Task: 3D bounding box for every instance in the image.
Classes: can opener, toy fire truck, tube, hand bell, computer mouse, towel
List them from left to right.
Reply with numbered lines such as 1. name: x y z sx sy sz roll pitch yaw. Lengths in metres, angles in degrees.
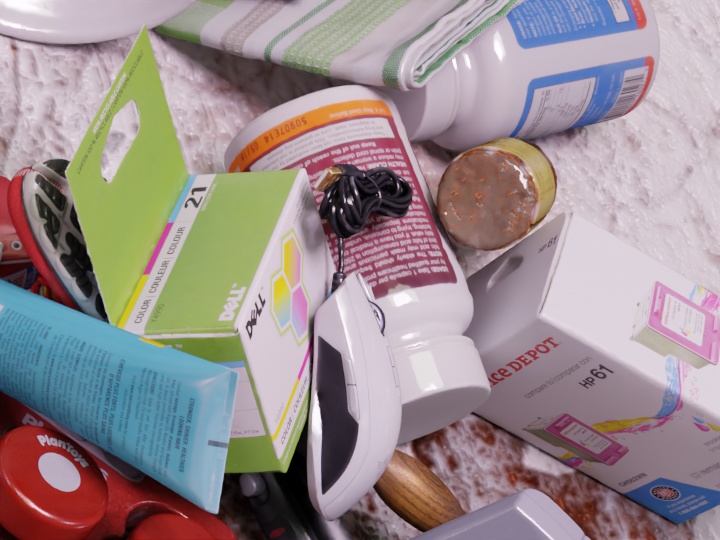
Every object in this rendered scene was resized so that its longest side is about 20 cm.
1. tube: -0.144 0.052 1.174 0.200 0.078 0.050 23 30 32
2. toy fire truck: -0.140 0.138 1.238 0.200 0.112 0.168 35 31 -8
3. can opener: -0.034 0.141 1.322 0.063 0.079 0.200 -17 82 -45
4. towel: -0.012 -0.173 1.455 0.200 0.031 0.149 16 39 31
5. computer mouse: 0.002 0.040 1.276 0.044 0.110 0.200 2 90 14
6. hand bell: 0.075 0.166 1.332 0.200 0.104 0.104 43 50 -11

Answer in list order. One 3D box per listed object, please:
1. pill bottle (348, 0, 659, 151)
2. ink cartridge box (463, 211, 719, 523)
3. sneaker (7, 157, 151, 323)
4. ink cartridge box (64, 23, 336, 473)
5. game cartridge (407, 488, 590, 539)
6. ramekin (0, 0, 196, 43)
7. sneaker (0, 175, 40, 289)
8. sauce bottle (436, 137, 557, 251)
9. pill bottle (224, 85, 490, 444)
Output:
1. pill bottle: 0.094 -0.141 1.527 0.200 0.112 0.112 -13 71 -37
2. ink cartridge box: 0.165 0.064 1.430 0.200 0.145 0.085 30 58 -13
3. sneaker: -0.155 0.017 1.253 0.200 0.085 0.077 63 29 -48
4. ink cartridge box: -0.079 -0.012 1.224 0.076 0.200 0.148 -2 37 18
5. game cartridge: 0.103 0.224 1.287 0.200 0.133 0.042 60 25 -7
6. ramekin: -0.176 -0.238 1.368 0.200 0.200 0.098 16 49 -23
7. sneaker: -0.237 0.014 1.263 0.112 0.071 0.200 27 51 -12
8. sauce bottle: 0.091 -0.051 1.449 0.066 0.066 0.200 50 10 3
9. pill bottle: 0.000 0.000 1.388 0.114 0.114 0.200 -8 67 -34
